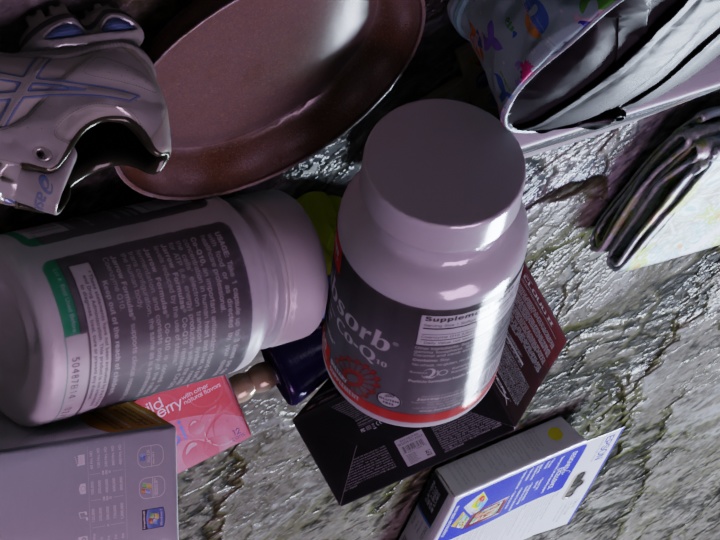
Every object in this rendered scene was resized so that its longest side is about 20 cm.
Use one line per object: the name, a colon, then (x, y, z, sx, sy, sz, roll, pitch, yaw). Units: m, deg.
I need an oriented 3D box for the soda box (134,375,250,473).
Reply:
soda box: (-0.179, 0.118, 1.449, 0.199, 0.063, 0.070, -27, 118, -10)

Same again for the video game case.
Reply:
video game case: (0.131, -0.095, 1.386, 0.199, 0.024, 0.182, -18, 180, -27)

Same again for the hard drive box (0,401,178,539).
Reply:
hard drive box: (-0.228, 0.123, 1.277, 0.199, 0.156, 0.078, -8, 104, -29)

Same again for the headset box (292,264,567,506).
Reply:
headset box: (0.056, 0.075, 1.556, 0.148, 0.075, 0.200, -26, -172, 24)

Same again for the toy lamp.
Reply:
toy lamp: (-0.107, 0.095, 1.535, 0.199, 0.058, 0.058, -25, 156, -10)

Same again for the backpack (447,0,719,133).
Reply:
backpack: (0.146, -0.168, 1.207, 0.177, 0.151, 0.200, -14, 155, -39)

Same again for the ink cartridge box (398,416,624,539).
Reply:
ink cartridge box: (0.139, 0.218, 2.089, 0.199, 0.047, 0.198, -21, 153, -27)

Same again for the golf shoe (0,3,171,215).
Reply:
golf shoe: (-0.186, -0.068, 1.073, 0.199, 0.098, 0.078, -19, 155, -23)

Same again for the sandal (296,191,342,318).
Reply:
sandal: (0.000, 0.000, 1.465, 0.087, 0.080, 0.199, -40, 147, 28)

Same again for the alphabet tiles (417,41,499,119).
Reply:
alphabet tiles: (0.130, -0.140, 1.425, 0.199, 0.006, 0.167, -31, 157, -1)

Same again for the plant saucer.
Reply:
plant saucer: (-0.056, -0.114, 1.219, 0.199, 0.032, 0.201, -26, 155, -13)

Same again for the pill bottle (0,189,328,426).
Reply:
pill bottle: (-0.125, 0.016, 1.286, 0.199, 0.114, 0.113, -14, 151, -33)

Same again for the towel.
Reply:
towel: (0.290, -0.077, 1.694, 0.199, 0.048, 0.171, -14, 154, -34)

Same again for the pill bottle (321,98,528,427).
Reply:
pill bottle: (0.039, -0.004, 1.296, 0.115, 0.116, 0.201, -22, 149, -20)
